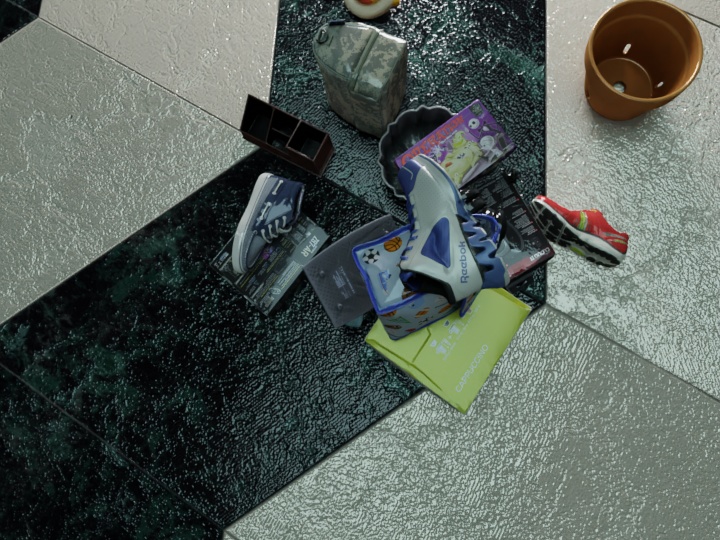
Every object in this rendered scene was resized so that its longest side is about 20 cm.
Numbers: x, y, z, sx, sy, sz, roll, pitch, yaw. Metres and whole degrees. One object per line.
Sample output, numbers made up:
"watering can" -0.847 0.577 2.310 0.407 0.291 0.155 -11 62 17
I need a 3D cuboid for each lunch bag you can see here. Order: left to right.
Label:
"lunch bag" -0.003 -0.375 1.062 0.164 0.200 0.142 22 81 9
"lunch bag" 0.106 0.006 0.786 0.196 0.170 0.126 -25 70 0

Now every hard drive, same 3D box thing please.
"hard drive" 0.000 0.000 0.998 0.198 0.042 0.137 -32 96 -20

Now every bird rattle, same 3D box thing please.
"bird rattle" 0.009 -0.625 1.167 0.195 0.113 0.167 -13 94 6

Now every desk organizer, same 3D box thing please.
"desk organizer" -0.155 -0.276 1.121 0.197 0.077 0.073 28 82 11

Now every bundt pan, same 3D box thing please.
"bundt pan" 0.132 -0.213 1.077 0.196 0.076 0.207 -1 79 6

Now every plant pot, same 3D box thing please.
"plant pot" 0.512 -0.378 1.038 0.195 0.140 0.206 -1 78 6

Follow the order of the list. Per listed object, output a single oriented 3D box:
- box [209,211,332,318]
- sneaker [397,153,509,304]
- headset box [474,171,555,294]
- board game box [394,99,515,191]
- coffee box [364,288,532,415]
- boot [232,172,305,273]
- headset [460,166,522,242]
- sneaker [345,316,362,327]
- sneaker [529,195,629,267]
"box" -0.176 -0.035 1.092 0.159 0.044 0.201 37 85 12
"sneaker" 0.082 -0.040 0.674 0.114 0.081 0.202 -30 67 -4
"headset box" 0.256 -0.056 1.033 0.147 0.077 0.203 -29 78 0
"board game box" 0.175 -0.213 1.022 0.198 0.032 0.121 -36 73 -2
"coffee box" 0.146 0.104 0.950 0.198 0.198 0.202 35 84 12
"boot" -0.173 -0.086 1.040 0.088 0.073 0.205 13 79 15
"headset" 0.215 -0.097 0.984 0.123 0.094 0.201 39 101 9
"sneaker" 0.005 0.014 1.060 0.081 0.074 0.204 28 76 -19
"sneaker" 0.411 -0.086 1.033 0.198 0.077 0.086 33 72 4
